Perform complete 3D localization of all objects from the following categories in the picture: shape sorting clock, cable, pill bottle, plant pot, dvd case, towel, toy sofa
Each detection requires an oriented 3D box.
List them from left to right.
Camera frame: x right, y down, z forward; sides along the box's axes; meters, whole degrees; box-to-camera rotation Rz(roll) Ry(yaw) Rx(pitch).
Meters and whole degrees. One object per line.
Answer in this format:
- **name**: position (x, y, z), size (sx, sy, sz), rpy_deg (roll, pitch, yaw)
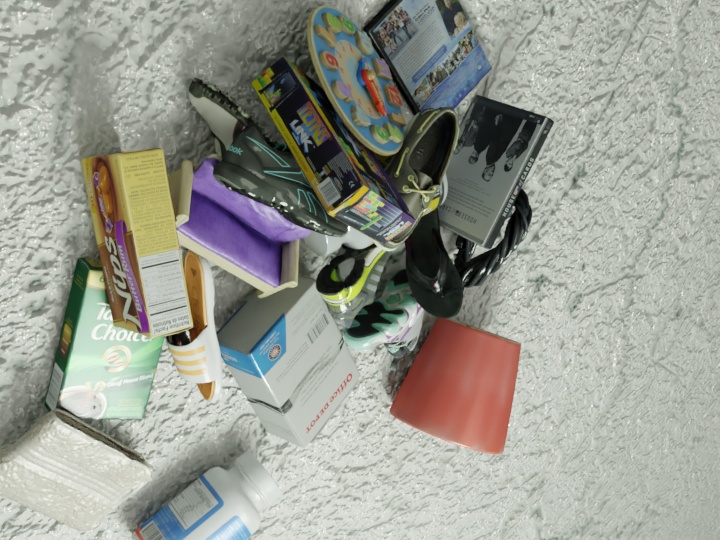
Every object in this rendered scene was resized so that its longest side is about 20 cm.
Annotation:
- **towel**: position (-0.362, 0.256, 1.084), size (0.132, 0.035, 0.200), rpy_deg (-40, 137, 2)
- **pill bottle**: position (-0.212, 0.352, 1.226), size (0.200, 0.112, 0.112), rpy_deg (-37, 130, -17)
- **toy sofa**: position (-0.152, -0.050, 1.063), size (0.200, 0.097, 0.083), rpy_deg (34, 44, -42)
- **shape sorting clock**: position (0.000, -0.236, 1.071), size (0.039, 0.201, 0.200), rpy_deg (-23, 137, 23)
- **pill bottle**: position (0.013, -0.098, 1.180), size (0.200, 0.112, 0.112), rpy_deg (-30, 127, -24)
- **dvd case**: position (0.098, -0.308, 1.207), size (0.143, 0.018, 0.200), rpy_deg (-47, 133, -9)
- **plant pot**: position (0.165, 0.178, 1.400), size (0.200, 0.200, 0.178), rpy_deg (19, 89, -42)
- **dvd case**: position (0.179, -0.147, 1.260), size (0.025, 0.150, 0.201), rpy_deg (20, 98, -41)
- **cable**: position (0.185, -0.044, 1.289), size (0.051, 0.200, 0.163), rpy_deg (35, 67, -11)

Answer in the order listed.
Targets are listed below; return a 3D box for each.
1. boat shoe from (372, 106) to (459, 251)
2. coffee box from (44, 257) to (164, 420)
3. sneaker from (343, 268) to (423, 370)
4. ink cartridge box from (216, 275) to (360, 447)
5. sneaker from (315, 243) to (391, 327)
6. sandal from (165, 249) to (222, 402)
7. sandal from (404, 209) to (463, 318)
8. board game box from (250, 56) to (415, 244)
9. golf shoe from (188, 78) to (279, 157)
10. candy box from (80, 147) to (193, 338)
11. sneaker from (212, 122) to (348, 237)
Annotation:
- **boat shoe**: position (0.070, -0.121, 1.113), size (0.072, 0.060, 0.202), rpy_deg (28, 76, -22)
- **coffee box**: position (-0.306, 0.087, 1.066), size (0.123, 0.044, 0.201), rpy_deg (8, 106, -39)
- **sneaker**: position (0.044, 0.100, 1.303), size (0.200, 0.078, 0.140), rpy_deg (-37, 139, -44)
- **ink cartridge box**: position (-0.097, 0.124, 1.201), size (0.145, 0.084, 0.200), rpy_deg (-49, 134, -30)
- **sneaker**: position (0.000, 0.000, 1.217), size (0.200, 0.074, 0.081), rpy_deg (-50, 144, -43)
- **sandal**: position (-0.223, 0.074, 1.110), size (0.059, 0.079, 0.207), rpy_deg (-14, 111, -31)
- **sandal**: position (0.093, -0.025, 1.253), size (0.048, 0.075, 0.201), rpy_deg (11, 61, -73)
- **board game box**: position (-0.029, -0.140, 1.035), size (0.057, 0.200, 0.165), rpy_deg (-36, 158, 15)
- **golf shoe**: position (-0.149, -0.146, 1.057), size (0.088, 0.077, 0.200), rpy_deg (-42, 129, 3)
- **candy box**: position (-0.250, -0.032, 0.966), size (0.056, 0.117, 0.201), rpy_deg (-14, 102, -35)
- **sneaker**: position (-0.079, -0.101, 1.029), size (0.200, 0.075, 0.080), rpy_deg (29, 82, -42)
